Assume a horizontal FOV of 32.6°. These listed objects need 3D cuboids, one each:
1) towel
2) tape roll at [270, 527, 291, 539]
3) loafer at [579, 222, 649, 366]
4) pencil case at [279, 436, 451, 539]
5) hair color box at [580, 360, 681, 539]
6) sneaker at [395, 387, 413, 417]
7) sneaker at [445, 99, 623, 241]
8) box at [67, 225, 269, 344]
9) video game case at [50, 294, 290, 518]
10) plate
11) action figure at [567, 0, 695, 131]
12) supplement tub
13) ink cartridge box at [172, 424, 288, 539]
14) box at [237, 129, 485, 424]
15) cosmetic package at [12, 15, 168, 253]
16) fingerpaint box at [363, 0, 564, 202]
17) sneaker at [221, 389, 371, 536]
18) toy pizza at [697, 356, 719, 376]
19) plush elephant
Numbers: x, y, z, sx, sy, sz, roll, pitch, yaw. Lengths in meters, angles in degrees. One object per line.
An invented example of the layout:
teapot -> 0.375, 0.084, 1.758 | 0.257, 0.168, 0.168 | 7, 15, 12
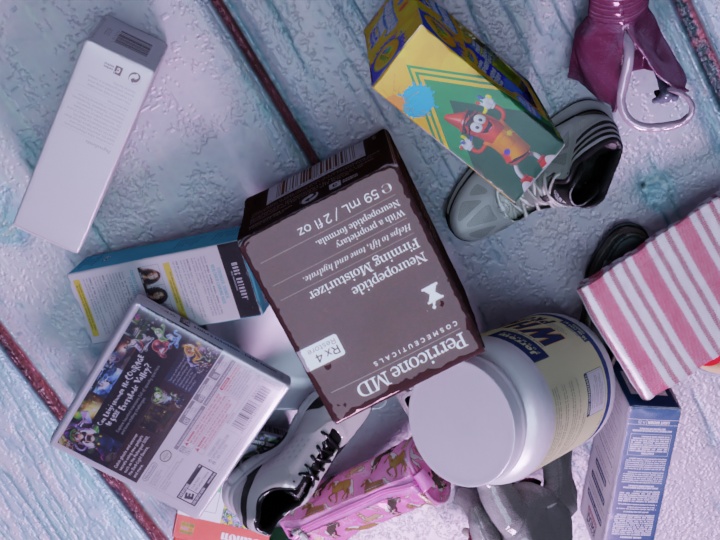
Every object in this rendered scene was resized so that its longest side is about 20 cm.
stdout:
towel -> 0.335, 0.023, 1.264 | 0.199, 0.030, 0.147 | -33, 101, 1
tape roll -> -0.098, 0.402, 1.461 | 0.197, 0.048, 0.203 | 0, 115, -1
loafer -> 0.265, 0.051, 1.301 | 0.071, 0.063, 0.202 | 11, 114, -8
pencil case -> 0.005, 0.247, 1.349 | 0.198, 0.087, 0.083 | -28, 129, 26
hair color box -> 0.294, 0.212, 1.354 | 0.060, 0.100, 0.203 | 4, 115, -4
sneaker -> 0.082, 0.157, 1.324 | 0.074, 0.082, 0.200 | -34, 127, 12
sneaker -> 0.169, -0.084, 1.209 | 0.200, 0.116, 0.076 | -37, 111, 15
box -> -0.192, 0.014, 1.255 | 0.197, 0.049, 0.083 | -10, 110, 18
video game case -> -0.197, 0.145, 1.272 | 0.180, 0.023, 0.201 | 29, 113, -14
plate -> -0.067, 0.056, 1.313 | 0.196, 0.032, 0.203 | -1, 114, -2
action figure -> 0.230, -0.242, 1.130 | 0.132, 0.150, 0.202 | -9, 128, 9
supplement tub -> 0.153, 0.129, 1.237 | 0.144, 0.199, 0.147 | 8, 103, 36
ink cartridge box -> -0.149, 0.266, 1.366 | 0.107, 0.050, 0.203 | 13, 95, -6
box -> 0.000, 0.000, 1.183 | 0.164, 0.164, 0.202 | -26, 106, 5
cosmetic package -> -0.259, -0.132, 1.187 | 0.070, 0.102, 0.202 | 23, 111, -11
fingerpaint box -> 0.089, -0.171, 1.122 | 0.166, 0.201, 0.074 | 37, 108, -16
sneaker -> -0.055, 0.200, 1.299 | 0.200, 0.080, 0.074 | -46, 122, -2
toy pizza -> 0.408, 0.028, 1.311 | 0.197, 0.032, 0.203 | 0, 114, -1
plush elephant -> 0.162, 0.288, 1.372 | 0.154, 0.163, 0.203 | -29, 79, 49
